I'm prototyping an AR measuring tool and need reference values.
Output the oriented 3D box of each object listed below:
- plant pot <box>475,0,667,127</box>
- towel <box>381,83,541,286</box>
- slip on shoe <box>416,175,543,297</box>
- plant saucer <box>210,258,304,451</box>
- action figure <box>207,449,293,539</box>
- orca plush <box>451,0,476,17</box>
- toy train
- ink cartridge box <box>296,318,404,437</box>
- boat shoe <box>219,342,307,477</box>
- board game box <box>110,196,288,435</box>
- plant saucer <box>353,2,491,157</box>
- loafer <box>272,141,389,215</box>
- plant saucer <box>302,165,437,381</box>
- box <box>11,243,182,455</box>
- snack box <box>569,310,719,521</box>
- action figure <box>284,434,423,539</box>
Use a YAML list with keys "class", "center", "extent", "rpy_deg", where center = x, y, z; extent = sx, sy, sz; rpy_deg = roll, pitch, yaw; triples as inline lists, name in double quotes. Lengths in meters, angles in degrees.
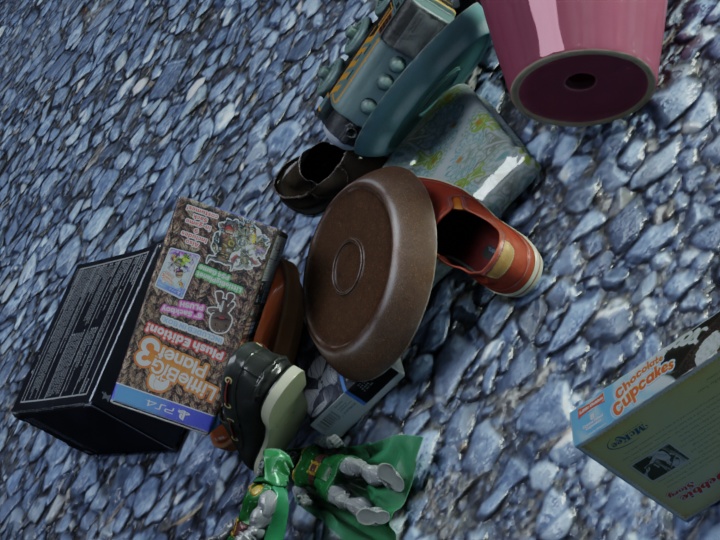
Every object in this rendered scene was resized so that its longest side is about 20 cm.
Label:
- class: "plant pot"
  center: [0.190, -0.234, 1.536]
  extent: [0.200, 0.200, 0.179]
  rpy_deg: [-27, 55, 43]
- class: "towel"
  center: [0.079, -0.081, 1.678]
  extent: [0.171, 0.048, 0.200]
  rpy_deg: [-50, 28, 12]
- class: "slip on shoe"
  center: [0.078, -0.038, 1.556]
  extent: [0.200, 0.061, 0.074]
  rpy_deg: [34, 95, 44]
- class: "plant saucer"
  center: [-0.102, 0.086, 1.750]
  extent: [0.200, 0.032, 0.201]
  rpy_deg: [-161, 90, -74]
- class: "action figure"
  center: [-0.106, 0.252, 1.530]
  extent: [0.200, 0.055, 0.118]
  rpy_deg: [-68, 14, -4]
- class: "orca plush"
  center: [0.168, -0.291, 1.776]
  extent: [0.200, 0.071, 0.105]
  rpy_deg: [-39, -13, 21]
- class: "toy train"
  center: [0.024, -0.213, 1.775]
  extent: [0.200, 0.085, 0.114]
  rpy_deg: [-53, 17, 19]
- class: "ink cartridge box"
  center: [-0.017, 0.065, 1.680]
  extent: [0.099, 0.039, 0.200]
  rpy_deg: [-46, 28, 19]
- class: "boat shoe"
  center: [-0.090, 0.127, 1.581]
  extent: [0.074, 0.063, 0.201]
  rpy_deg: [-52, -15, -24]
- class: "board game box"
  center: [-0.149, 0.042, 1.651]
  extent: [0.159, 0.097, 0.200]
  rpy_deg: [48, -119, -88]
- class: "plant saucer"
  center: [0.070, -0.184, 1.732]
  extent: [0.200, 0.027, 0.200]
  rpy_deg: [-46, -7, -8]
- class: "loafer"
  center: [-0.039, -0.111, 1.869]
  extent: [0.200, 0.071, 0.073]
  rpy_deg: [-6, 55, 55]
- class: "plant saucer"
  center: [0.000, 0.000, 1.582]
  extent: [0.200, 0.034, 0.201]
  rpy_deg: [-26, 58, 53]
- class: "box"
  center: [-0.263, 0.094, 1.947]
  extent: [0.198, 0.123, 0.200]
  rpy_deg: [-11, 52, 55]
- class: "snack box"
  center: [0.251, 0.083, 1.150]
  extent: [0.200, 0.116, 0.037]
  rpy_deg: [-38, 32, 29]
- class: "action figure"
  center: [-0.021, 0.185, 1.545]
  extent: [0.118, 0.055, 0.200]
  rpy_deg: [-64, 24, -9]
